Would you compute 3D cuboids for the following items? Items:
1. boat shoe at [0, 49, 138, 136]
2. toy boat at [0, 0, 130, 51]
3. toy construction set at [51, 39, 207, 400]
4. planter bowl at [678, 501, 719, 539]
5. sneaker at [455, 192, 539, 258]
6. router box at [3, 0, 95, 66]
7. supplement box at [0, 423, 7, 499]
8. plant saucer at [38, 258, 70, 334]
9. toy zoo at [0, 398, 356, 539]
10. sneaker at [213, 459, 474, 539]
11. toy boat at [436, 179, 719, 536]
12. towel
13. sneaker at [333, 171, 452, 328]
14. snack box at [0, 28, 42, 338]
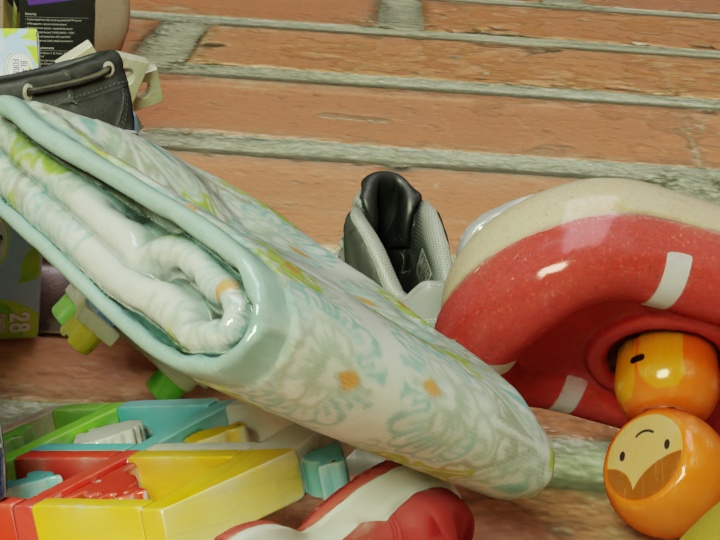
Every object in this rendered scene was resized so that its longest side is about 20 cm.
[{"bbox_3d":[-0.182,-0.064,0.680,0.199,0.067,0.070,-5,6,-28],"label":"boat shoe"},{"bbox_3d":[-0.314,-0.231,1.549,0.199,0.132,0.131,-5,-9,-26],"label":"toy boat"},{"bbox_3d":[-0.111,-0.017,0.843,0.131,0.092,0.201,36,25,-44],"label":"toy construction set"},{"bbox_3d":[0.161,0.116,0.529,0.199,0.084,0.201,13,15,-4],"label":"planter bowl"},{"bbox_3d":[0.150,0.009,0.924,0.198,0.076,0.115,8,15,2],"label":"sneaker"},{"bbox_3d":[-0.220,-0.141,1.182,0.052,0.158,0.200,-1,17,-15],"label":"router box"},{"bbox_3d":[-0.225,0.028,0.664,0.109,0.110,0.200,-6,7,-31],"label":"supplement box"},{"bbox_3d":[-0.164,-0.011,0.992,0.199,0.035,0.200,4,19,-1],"label":"plant saucer"},{"bbox_3d":[-0.089,0.078,0.659,0.199,0.021,0.131,-4,11,34],"label":"toy zoo"},{"bbox_3d":[0.016,0.133,0.564,0.115,0.079,0.200,39,21,18],"label":"sneaker"},{"bbox_3d":[0.129,0.051,0.721,0.199,0.131,0.131,15,54,-12],"label":"toy boat"},{"bbox_3d":[-0.038,0.006,0.620,0.171,0.048,0.200,24,9,-45],"label":"towel"},{"bbox_3d":[0.000,0.000,0.854,0.075,0.116,0.200,-6,20,-28],"label":"sneaker"},{"bbox_3d":[-0.254,-0.036,0.816,0.198,0.169,0.068,-3,52,-14],"label":"snack box"}]
